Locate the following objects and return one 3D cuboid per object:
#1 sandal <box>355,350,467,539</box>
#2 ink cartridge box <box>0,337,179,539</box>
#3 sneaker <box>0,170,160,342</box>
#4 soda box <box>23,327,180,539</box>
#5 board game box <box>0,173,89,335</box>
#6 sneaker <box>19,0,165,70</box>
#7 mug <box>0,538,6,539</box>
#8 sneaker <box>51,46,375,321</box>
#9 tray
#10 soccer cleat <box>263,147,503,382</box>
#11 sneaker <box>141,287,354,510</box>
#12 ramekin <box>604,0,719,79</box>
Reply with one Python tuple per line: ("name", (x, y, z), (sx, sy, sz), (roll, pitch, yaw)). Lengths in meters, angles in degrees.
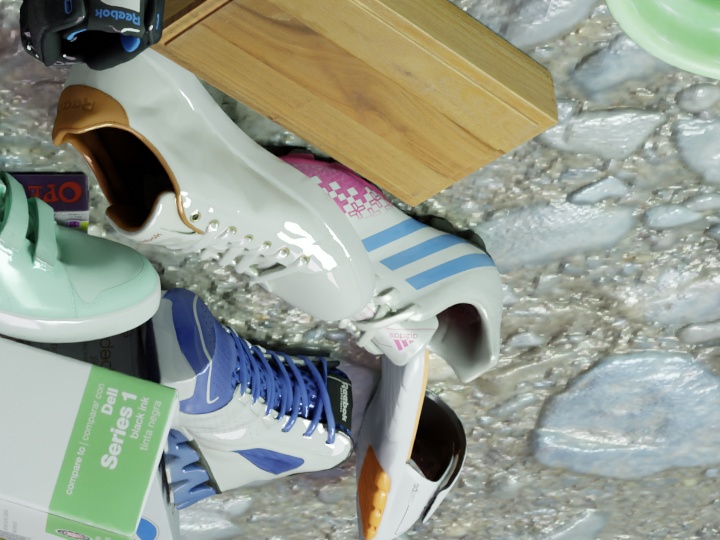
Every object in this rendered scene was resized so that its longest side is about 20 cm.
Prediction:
("sandal", (0.036, 0.099, 1.615), (0.059, 0.080, 0.207), (3, 143, -9))
("ink cartridge box", (-0.203, 0.082, 1.420), (0.199, 0.085, 0.146), (18, 165, -4))
("sneaker", (-0.176, -0.037, 1.366), (0.199, 0.074, 0.119), (12, 118, -25))
("soda box", (-0.149, 0.111, 1.618), (0.068, 0.064, 0.200), (-6, 145, 0))
("board game box", (-0.245, -0.007, 1.463), (0.199, 0.032, 0.120), (-1, 150, -9))
("sneaker", (-0.095, -0.161, 1.182), (0.073, 0.112, 0.200), (7, 144, -20))
("mug", (-0.242, 0.155, 1.554), (0.185, 0.154, 0.149), (10, 170, -4))
("sneaker", (-0.078, -0.026, 1.356), (0.200, 0.085, 0.073), (43, 141, -23))
("tray", (-0.003, -0.103, 1.351), (0.098, 0.037, 0.200), (-30, 139, 30))
("soccer cleat", (0.000, 0.000, 1.457), (0.199, 0.087, 0.070), (20, 138, -33))
("sneaker", (-0.062, 0.066, 1.563), (0.114, 0.081, 0.200), (-9, 153, -2))
("ramekin", (0.196, -0.181, 1.211), (0.199, 0.098, 0.200), (-4, 146, -3))
